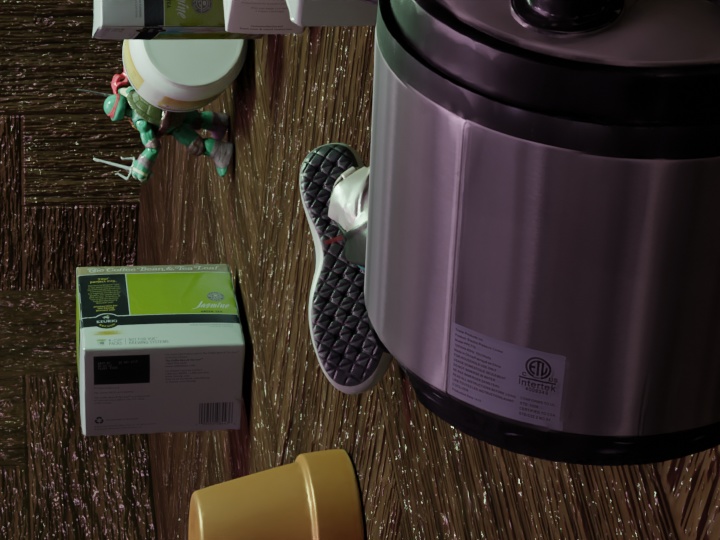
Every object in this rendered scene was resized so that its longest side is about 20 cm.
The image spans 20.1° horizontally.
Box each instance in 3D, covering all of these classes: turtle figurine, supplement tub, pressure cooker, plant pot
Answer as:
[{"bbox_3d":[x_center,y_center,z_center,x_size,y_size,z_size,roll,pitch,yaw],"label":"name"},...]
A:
[{"bbox_3d":[-0.264,-0.186,2.612,0.101,0.199,0.151,131,146,-50],"label":"turtle figurine"},{"bbox_3d":[-0.213,-0.273,2.478,0.200,0.143,0.146,173,96,-79],"label":"supplement tub"},{"bbox_3d":[0.090,-0.054,0.727,0.179,0.175,0.201,-112,20,-54],"label":"pressure cooker"},{"bbox_3d":[-0.079,0.261,1.808,0.200,0.139,0.202,180,90,-80],"label":"plant pot"}]

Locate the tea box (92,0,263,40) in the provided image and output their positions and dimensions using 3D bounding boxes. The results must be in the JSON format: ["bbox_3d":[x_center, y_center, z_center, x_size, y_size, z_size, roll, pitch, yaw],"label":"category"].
[{"bbox_3d":[-0.192,-0.355,2.201,0.134,0.195,0.202,-177,87,-79],"label":"tea box"}]

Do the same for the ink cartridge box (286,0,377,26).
[{"bbox_3d":[-0.013,-0.303,1.527,0.147,0.082,0.201,-104,17,-50],"label":"ink cartridge box"}]

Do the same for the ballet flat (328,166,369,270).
[{"bbox_3d":[0.007,-0.039,1.459,0.069,0.068,0.200,57,173,-8],"label":"ballet flat"}]

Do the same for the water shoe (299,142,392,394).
[{"bbox_3d":[0.000,0.000,1.599,0.079,0.071,0.202,33,-131,-68],"label":"water shoe"}]

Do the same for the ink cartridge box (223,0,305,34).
[{"bbox_3d":[-0.084,-0.340,1.921,0.200,0.085,0.147,104,162,-61],"label":"ink cartridge box"}]

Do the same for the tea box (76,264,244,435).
[{"bbox_3d":[-0.255,0.096,2.559,0.197,0.198,0.134,-105,17,-57],"label":"tea box"}]
